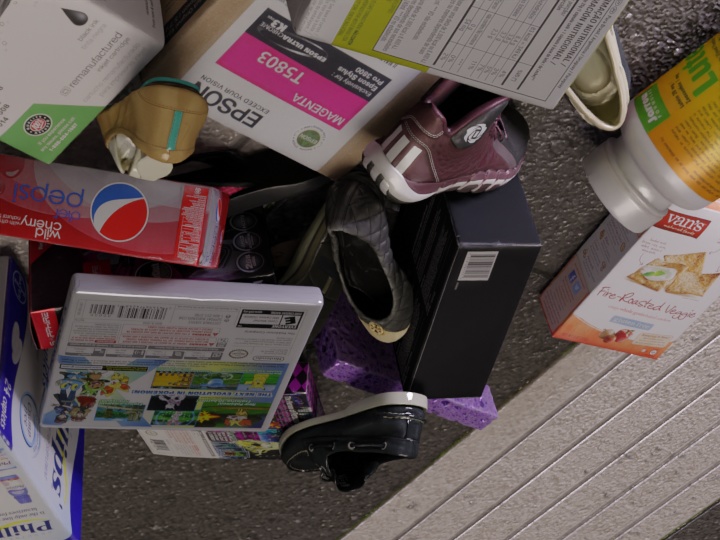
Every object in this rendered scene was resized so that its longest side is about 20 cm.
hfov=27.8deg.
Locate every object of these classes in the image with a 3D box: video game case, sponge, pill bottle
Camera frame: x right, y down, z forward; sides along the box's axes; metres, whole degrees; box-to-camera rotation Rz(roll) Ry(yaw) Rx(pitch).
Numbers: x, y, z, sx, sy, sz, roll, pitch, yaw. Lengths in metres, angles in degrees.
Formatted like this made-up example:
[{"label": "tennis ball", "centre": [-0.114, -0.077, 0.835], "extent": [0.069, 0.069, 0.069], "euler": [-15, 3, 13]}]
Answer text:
[{"label": "video game case", "centre": [-0.127, 0.133, 1.370], "extent": [0.181, 0.036, 0.200], "euler": [1, 156, 6]}, {"label": "sponge", "centre": [0.038, 0.075, 1.363], "extent": [0.200, 0.112, 0.030], "euler": [23, 129, -35]}, {"label": "video game case", "centre": [-0.150, 0.071, 1.188], "extent": [0.200, 0.022, 0.182], "euler": [3, 139, -20]}, {"label": "pill bottle", "centre": [0.288, -0.120, 1.211], "extent": [0.200, 0.111, 0.111], "euler": [-38, 134, 26]}]

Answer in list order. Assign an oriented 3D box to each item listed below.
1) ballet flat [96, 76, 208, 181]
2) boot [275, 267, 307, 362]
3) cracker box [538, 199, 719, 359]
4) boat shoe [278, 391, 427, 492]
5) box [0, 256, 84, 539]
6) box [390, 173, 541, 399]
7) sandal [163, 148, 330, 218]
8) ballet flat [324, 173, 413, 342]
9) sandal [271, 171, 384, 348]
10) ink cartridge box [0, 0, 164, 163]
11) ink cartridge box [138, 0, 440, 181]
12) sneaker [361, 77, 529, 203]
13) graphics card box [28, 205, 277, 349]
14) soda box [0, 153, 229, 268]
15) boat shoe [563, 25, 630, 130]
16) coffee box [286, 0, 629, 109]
[{"label": "ballet flat", "centre": [-0.158, -0.096, 1.058], "extent": [0.069, 0.063, 0.200], "euler": [8, 176, -14]}, {"label": "boot", "centre": [-0.152, 0.059, 1.328], "extent": [0.200, 0.066, 0.165], "euler": [-6, 131, -12]}, {"label": "cracker box", "centre": [0.281, -0.005, 1.380], "extent": [0.134, 0.058, 0.200], "euler": [12, 132, -28]}, {"label": "boat shoe", "centre": [-0.009, 0.165, 1.313], "extent": [0.074, 0.066, 0.199], "euler": [15, 152, -38]}, {"label": "box", "centre": [-0.319, 0.123, 1.260], "extent": [0.105, 0.184, 0.200], "euler": [-10, 140, 5]}, {"label": "box", "centre": [0.081, -0.004, 1.265], "extent": [0.079, 0.141, 0.200], "euler": [-1, 138, -16]}, {"label": "sandal", "centre": [-0.121, -0.074, 1.189], "extent": [0.200, 0.075, 0.045], "euler": [-19, 135, -5]}, {"label": "ballet flat", "centre": [0.000, 0.000, 1.202], "extent": [0.066, 0.057, 0.200], "euler": [13, 146, 23]}, {"label": "sandal", "centre": [-0.052, 0.000, 1.255], "extent": [0.201, 0.057, 0.080], "euler": [-56, 145, -10]}, {"label": "ink cartridge box", "centre": [-0.261, -0.182, 1.013], "extent": [0.200, 0.084, 0.146], "euler": [27, 125, -37]}, {"label": "ink cartridge box", "centre": [-0.043, -0.173, 1.091], "extent": [0.200, 0.075, 0.165], "euler": [24, 126, -36]}, {"label": "sneaker", "centre": [0.098, -0.117, 1.132], "extent": [0.200, 0.076, 0.116], "euler": [-25, 162, -50]}, {"label": "graphics card box", "centre": [-0.173, -0.008, 1.202], "extent": [0.200, 0.126, 0.051], "euler": [-8, 134, -5]}, {"label": "soda box", "centre": [-0.207, -0.047, 1.129], "extent": [0.200, 0.063, 0.070], "euler": [10, 180, 6]}, {"label": "boat shoe", "centre": [0.162, -0.190, 1.137], "extent": [0.071, 0.063, 0.200], "euler": [-23, 137, 13]}, {"label": "coffee box", "centre": [0.071, -0.258, 0.928], "extent": [0.198, 0.200, 0.200], "euler": [12, 132, -24]}]
